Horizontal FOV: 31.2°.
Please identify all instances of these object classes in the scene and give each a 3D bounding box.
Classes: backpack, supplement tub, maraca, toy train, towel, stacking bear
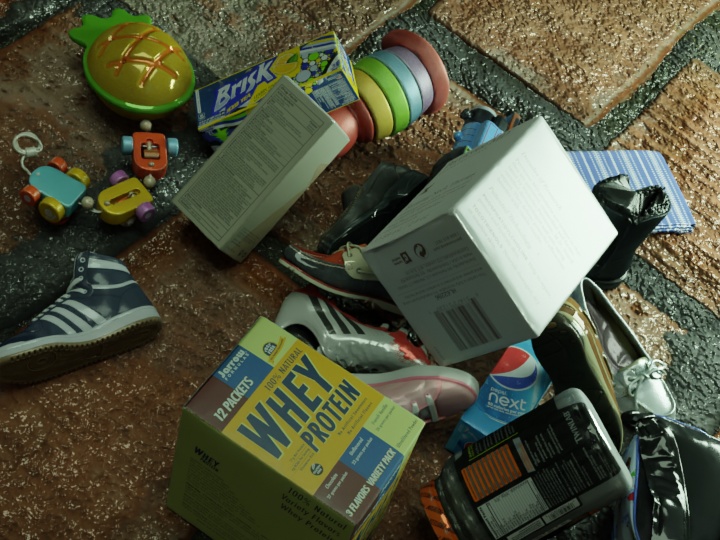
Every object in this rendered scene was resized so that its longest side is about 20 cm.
[{"bbox_3d":[0.347,0.272,1.360,0.197,0.155,0.192,17,43,6],"label":"backpack"},{"bbox_3d":[0.168,0.219,1.326,0.198,0.123,0.124,-30,59,9],"label":"supplement tub"},{"bbox_3d":[-0.288,-0.265,1.628,0.136,0.108,0.201,-15,53,-30],"label":"maraca"},{"bbox_3d":[0.154,-0.126,1.631,0.114,0.086,0.201,42,49,-20],"label":"toy train"},{"bbox_3d":[0.337,-0.103,1.725,0.197,0.024,0.146,-3,52,-18],"label":"towel"},{"bbox_3d":[0.008,-0.214,1.664,0.199,0.113,0.122,-35,103,-21],"label":"stacking bear"},{"bbox_3d":[-0.313,-0.109,1.540,0.197,0.056,0.152,-2,53,-20],"label":"toy train"}]

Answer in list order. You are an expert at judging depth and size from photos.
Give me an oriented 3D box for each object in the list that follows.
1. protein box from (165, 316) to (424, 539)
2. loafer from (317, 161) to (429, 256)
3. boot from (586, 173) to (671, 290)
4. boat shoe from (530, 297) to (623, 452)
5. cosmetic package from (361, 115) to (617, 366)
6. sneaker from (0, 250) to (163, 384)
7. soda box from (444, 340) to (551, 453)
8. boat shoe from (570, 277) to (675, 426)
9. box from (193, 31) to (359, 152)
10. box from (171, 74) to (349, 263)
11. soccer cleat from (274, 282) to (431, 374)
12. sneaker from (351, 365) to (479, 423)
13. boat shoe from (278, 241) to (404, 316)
[{"bbox_3d":[-0.069,0.194,1.277,0.197,0.201,0.135,32,53,11],"label":"protein box"},{"bbox_3d":[0.003,-0.071,1.586,0.072,0.073,0.200,31,42,21],"label":"loafer"},{"bbox_3d":[0.261,-0.049,1.567,0.197,0.169,0.077,3,53,-11],"label":"boot"},{"bbox_3d":[0.251,0.119,1.435,0.075,0.202,0.074,-6,28,29],"label":"boat shoe"},{"bbox_3d":[0.144,-0.030,1.430,0.167,0.167,0.200,53,50,-11],"label":"cosmetic package"},{"bbox_3d":[-0.324,0.048,1.403,0.198,0.070,0.109,-17,64,-33],"label":"sneaker"},{"bbox_3d":[0.176,0.134,1.471,0.064,0.068,0.200,32,53,10],"label":"soda box"},{"bbox_3d":[0.307,0.101,1.531,0.074,0.065,0.203,-17,60,-25],"label":"boat shoe"},{"bbox_3d":[-0.106,-0.217,1.604,0.198,0.064,0.071,-21,53,11],"label":"box"},{"bbox_3d":[-0.116,-0.118,1.515,0.200,0.078,0.095,-46,71,1],"label":"box"},{"bbox_3d":[-0.009,0.090,1.462,0.198,0.069,0.086,30,61,12],"label":"soccer cleat"},{"bbox_3d":[0.029,0.164,1.388,0.197,0.076,0.106,-3,54,11],"label":"sneaker"},{"bbox_3d":[0.000,0.000,1.492,0.198,0.063,0.071,18,13,-24],"label":"boat shoe"}]
